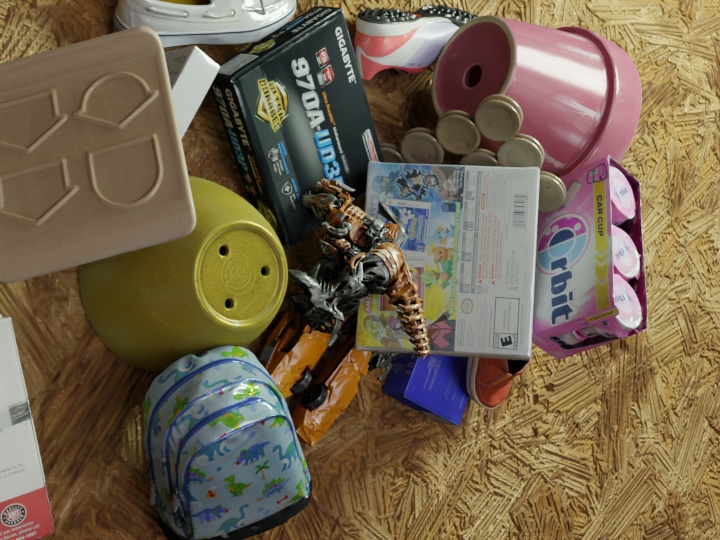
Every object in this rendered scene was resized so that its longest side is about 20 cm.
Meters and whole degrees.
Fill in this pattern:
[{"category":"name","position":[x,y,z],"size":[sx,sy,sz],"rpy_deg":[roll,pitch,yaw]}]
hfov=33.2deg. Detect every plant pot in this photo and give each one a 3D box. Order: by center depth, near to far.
[{"category":"plant pot","position":[-0.149,0.003,1.160],"size":[0.199,0.142,0.201],"rpy_deg":[-1,91,-37]},{"category":"plant pot","position":[0.186,-0.196,1.365],"size":[0.178,0.199,0.201],"rpy_deg":[18,80,-40]}]

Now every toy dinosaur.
[{"category":"toy dinosaur","position":[0.000,0.000,1.210],"size":[0.135,0.200,0.102],"rpy_deg":[-34,145,-15]}]

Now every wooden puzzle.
[{"category":"wooden puzzle","position":[-0.246,-0.100,1.065],"size":[0.184,0.046,0.201],"rpy_deg":[-15,71,2]}]

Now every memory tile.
[{"category":"memory tile","position":[0.113,-0.104,1.327],"size":[0.154,0.199,0.017],"rpy_deg":[53,40,-23]}]

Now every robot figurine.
[{"category":"robot figurine","position":[-0.034,0.079,1.299],"size":[0.145,0.058,0.200],"rpy_deg":[49,64,-27]}]

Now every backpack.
[{"category":"backpack","position":[-0.127,0.165,1.141],"size":[0.162,0.154,0.201],"rpy_deg":[-16,117,-15]}]

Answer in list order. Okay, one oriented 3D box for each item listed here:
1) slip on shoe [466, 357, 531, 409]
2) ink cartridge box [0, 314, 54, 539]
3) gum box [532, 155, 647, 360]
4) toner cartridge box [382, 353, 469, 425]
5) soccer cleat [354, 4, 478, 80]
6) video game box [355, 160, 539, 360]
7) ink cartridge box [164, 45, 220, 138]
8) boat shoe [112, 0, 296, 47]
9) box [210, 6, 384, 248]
[{"category":"slip on shoe","position":[0.160,0.103,1.363],"size":[0.074,0.061,0.200],"rpy_deg":[-57,159,-28]},{"category":"ink cartridge box","position":[-0.363,0.148,1.039],"size":[0.146,0.083,0.201],"rpy_deg":[-15,100,-36]},{"category":"gum box","position":[0.239,-0.009,1.297],"size":[0.066,0.113,0.201],"rpy_deg":[32,50,-36]},{"category":"toner cartridge box","position":[0.104,0.069,1.411],"size":[0.095,0.043,0.201],"rpy_deg":[32,72,-34]},{"category":"soccer cleat","position":[0.072,-0.260,1.378],"size":[0.199,0.068,0.074],"rpy_deg":[-12,122,-40]},{"category":"video game box","position":[0.092,-0.010,1.263],"size":[0.181,0.047,0.201],"rpy_deg":[4,81,5]},{"category":"ink cartridge box","position":[-0.212,-0.117,1.137],"size":[0.039,0.099,0.201],"rpy_deg":[38,70,-33]},{"category":"boat shoe","position":[-0.143,-0.276,1.185],"size":[0.201,0.086,0.075],"rpy_deg":[-12,59,-32]},{"category":"box","position":[-0.061,-0.149,1.254],"size":[0.159,0.046,0.201],"rpy_deg":[-38,127,-31]}]
